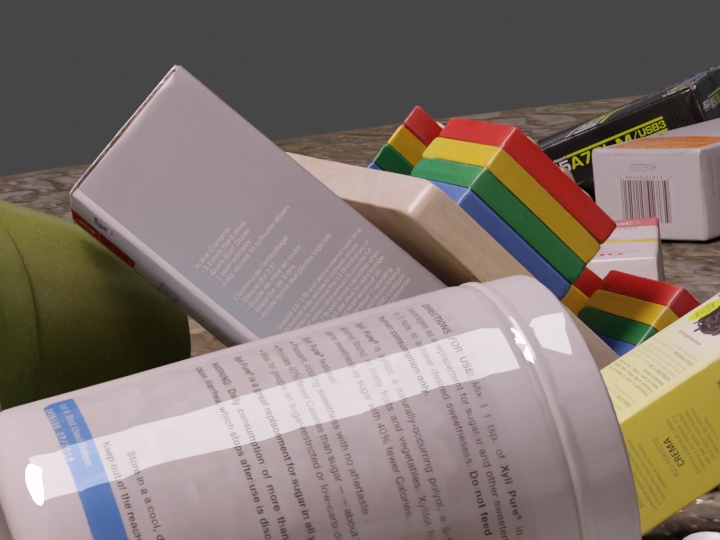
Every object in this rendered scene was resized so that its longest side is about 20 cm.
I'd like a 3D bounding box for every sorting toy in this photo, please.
[{"bbox_3d":[0.072,0.000,1.156,0.070,0.200,0.199,-52,21,-9],"label":"sorting toy"}]

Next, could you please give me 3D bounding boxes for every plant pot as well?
[{"bbox_3d":[-0.188,0.040,1.192,0.200,0.201,0.190,1,-2,35],"label":"plant pot"}]

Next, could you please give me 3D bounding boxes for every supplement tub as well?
[{"bbox_3d":[-0.020,0.086,0.824,0.200,0.132,0.132,-15,11,-13],"label":"supplement tub"}]

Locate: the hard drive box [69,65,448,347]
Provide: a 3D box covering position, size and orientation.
[{"bbox_3d":[-0.033,0.005,1.114,0.077,0.200,0.156,-50,2,-6],"label":"hard drive box"}]

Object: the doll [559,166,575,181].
[{"bbox_3d":[0.110,-0.048,1.886,0.136,0.049,0.200,-2,9,26],"label":"doll"}]

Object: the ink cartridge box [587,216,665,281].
[{"bbox_3d":[0.120,0.018,1.412,0.116,0.068,0.200,-5,9,7],"label":"ink cartridge box"}]

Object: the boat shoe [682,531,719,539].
[{"bbox_3d":[0.113,0.119,0.798,0.073,0.066,0.200,0,11,32],"label":"boat shoe"}]

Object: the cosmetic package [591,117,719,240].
[{"bbox_3d":[0.278,-0.074,1.877,0.101,0.071,0.200,2,11,40],"label":"cosmetic package"}]

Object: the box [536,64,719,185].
[{"bbox_3d":[0.222,-0.116,2.079,0.193,0.048,0.200,-20,4,20],"label":"box"}]

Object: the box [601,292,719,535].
[{"bbox_3d":[0.148,0.049,1.007,0.200,0.050,0.075,-34,12,-4],"label":"box"}]

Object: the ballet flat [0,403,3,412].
[{"bbox_3d":[-0.177,0.093,0.917,0.067,0.046,0.200,7,41,3],"label":"ballet flat"}]
